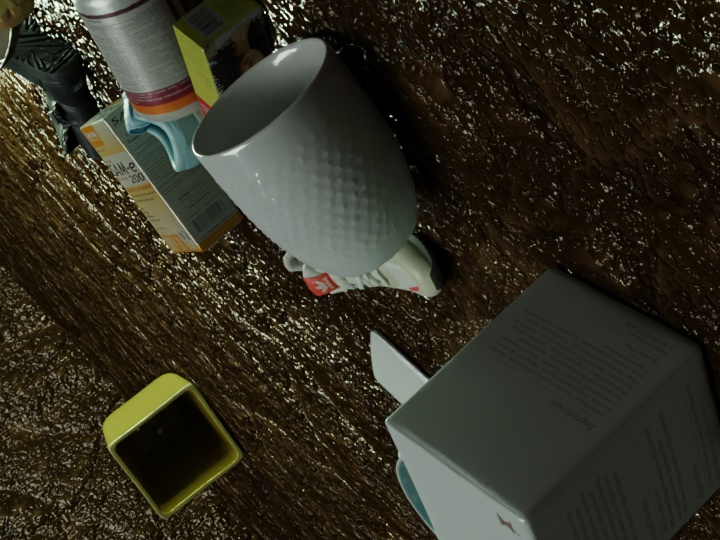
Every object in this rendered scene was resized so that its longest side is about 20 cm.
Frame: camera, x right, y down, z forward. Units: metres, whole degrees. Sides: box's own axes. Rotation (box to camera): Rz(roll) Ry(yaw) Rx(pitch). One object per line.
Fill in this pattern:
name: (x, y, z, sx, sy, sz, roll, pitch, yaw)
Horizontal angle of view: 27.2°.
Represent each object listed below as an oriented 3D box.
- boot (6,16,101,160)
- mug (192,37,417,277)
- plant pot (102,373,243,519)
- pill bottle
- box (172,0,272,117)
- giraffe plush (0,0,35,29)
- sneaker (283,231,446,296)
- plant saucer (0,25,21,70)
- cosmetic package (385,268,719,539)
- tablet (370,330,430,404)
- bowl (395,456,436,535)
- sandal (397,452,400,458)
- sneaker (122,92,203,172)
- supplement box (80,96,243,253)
boot: (-0.418, -0.242, 1.979, 0.199, 0.076, 0.169, 30, 151, 31)
mug: (-0.038, -0.098, 1.305, 0.176, 0.147, 0.200, 50, -166, -26)
plant pot: (-0.375, 0.311, 2.842, 0.195, 0.195, 0.200, 58, 169, -25)
pill bottle: (-0.209, -0.250, 1.417, 0.109, 0.109, 0.201, 28, 153, 47)
box: (-0.116, -0.173, 1.414, 0.050, 0.075, 0.200, 39, 161, 28)
giraffe plush: (-0.437, -0.382, 1.645, 0.199, 0.173, 0.162, 26, -160, -28)
sneaker: (0.000, 0.000, 1.455, 0.199, 0.093, 0.071, 28, 153, 49)
plant saucer: (-0.480, -0.342, 1.879, 0.199, 0.032, 0.202, 16, 113, 44)
cosmetic package: (0.161, 0.142, 1.188, 0.166, 0.200, 0.168, 31, 154, 43)
tablet: (0.084, 0.160, 1.712, 0.200, 0.014, 0.130, 41, 160, 22)
bowl: (0.144, 0.234, 1.558, 0.201, 0.105, 0.201, 40, 158, 20)
sandal: (0.118, 0.266, 1.799, 0.203, 0.050, 0.082, 45, -179, -30)
sneaker: (-0.237, -0.196, 1.639, 0.200, 0.082, 0.074, 49, 161, 2)
supplement box: (-0.245, -0.120, 1.824, 0.201, 0.073, 0.126, 54, 161, -14)
